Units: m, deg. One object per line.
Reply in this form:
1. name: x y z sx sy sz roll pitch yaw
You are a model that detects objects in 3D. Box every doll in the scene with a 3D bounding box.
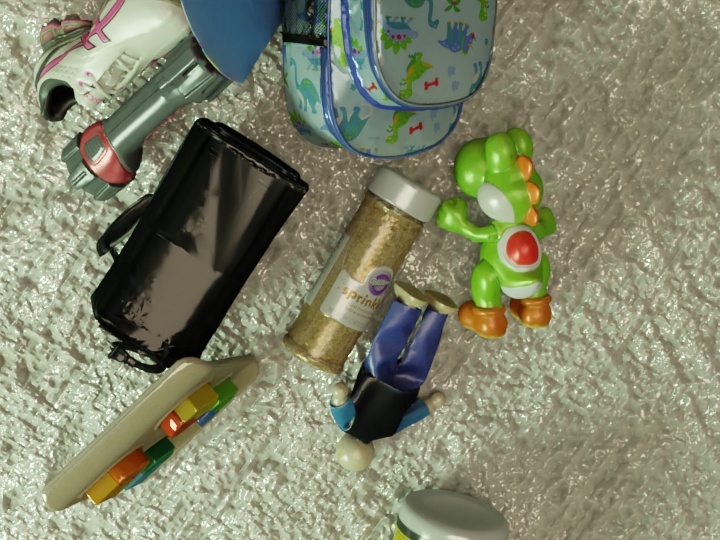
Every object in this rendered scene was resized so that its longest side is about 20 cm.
1. doll: 0.031 0.114 1.065 0.136 0.048 0.201 15 107 -36

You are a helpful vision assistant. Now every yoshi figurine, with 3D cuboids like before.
1. yoshi figurine: 0.133 -0.045 1.041 0.111 0.112 0.201 7 116 23

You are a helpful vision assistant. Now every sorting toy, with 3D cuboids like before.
1. sorting toy: -0.180 0.149 0.991 0.185 0.200 0.037 -43 79 4

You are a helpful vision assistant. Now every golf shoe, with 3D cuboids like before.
1. golf shoe: -0.211 -0.184 0.933 0.072 0.199 0.093 18 69 -43

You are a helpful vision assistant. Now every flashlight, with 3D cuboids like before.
1. flashlight: -0.184 -0.137 0.954 0.200 0.068 0.068 -33 128 32

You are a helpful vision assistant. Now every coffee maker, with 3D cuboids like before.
1. coffee maker: -0.138 -0.021 0.961 0.134 0.192 0.201 28 100 -28

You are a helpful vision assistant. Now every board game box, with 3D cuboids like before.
1. board game box: -0.119 -0.251 0.886 0.039 0.200 0.159 -1 131 22

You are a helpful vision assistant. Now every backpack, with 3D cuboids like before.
1. backpack: 0.023 -0.200 0.944 0.182 0.147 0.201 -9 109 -36

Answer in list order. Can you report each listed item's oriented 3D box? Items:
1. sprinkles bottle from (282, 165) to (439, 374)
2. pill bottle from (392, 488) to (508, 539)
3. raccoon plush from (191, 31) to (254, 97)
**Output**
1. sprinkles bottle: 0.000 0.000 1.040 0.068 0.068 0.201 29 97 -9
2. pill bottle: 0.076 0.333 1.086 0.112 0.112 0.201 10 100 -7
3. raccoon plush: -0.119 -0.278 0.981 0.134 0.097 0.200 -36 118 -7
